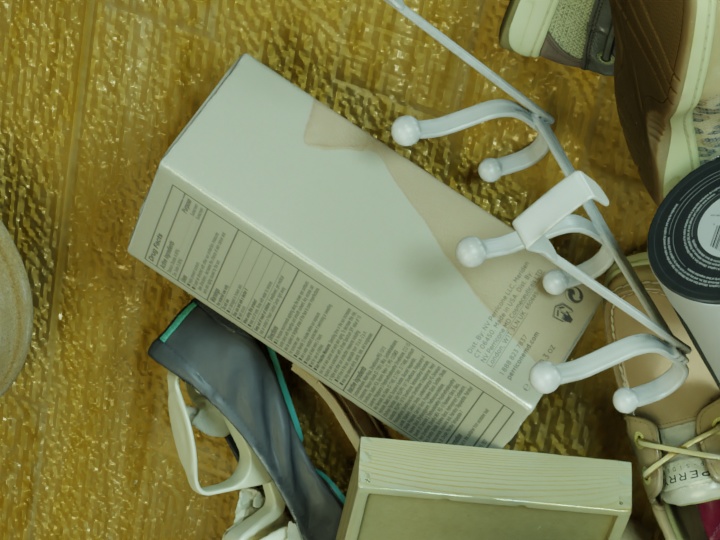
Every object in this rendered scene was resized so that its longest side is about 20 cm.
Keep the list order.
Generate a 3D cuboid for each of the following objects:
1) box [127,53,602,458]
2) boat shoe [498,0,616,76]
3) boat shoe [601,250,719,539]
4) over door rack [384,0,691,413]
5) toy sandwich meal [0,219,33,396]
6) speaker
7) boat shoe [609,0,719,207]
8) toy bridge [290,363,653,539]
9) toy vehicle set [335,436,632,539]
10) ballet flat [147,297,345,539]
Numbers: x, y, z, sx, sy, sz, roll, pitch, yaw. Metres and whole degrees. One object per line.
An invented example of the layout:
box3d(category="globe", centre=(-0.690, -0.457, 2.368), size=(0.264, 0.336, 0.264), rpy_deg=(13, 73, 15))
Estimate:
box3d(category="box", centre=(0.000, 0.000, 1.118), size=(0.200, 0.078, 0.095), rpy_deg=(34, 150, 1))
box3d(category="boat shoe", centre=(0.116, -0.156, 0.993), size=(0.066, 0.072, 0.201), rpy_deg=(21, 138, -4))
box3d(category="boat shoe", centre=(0.162, 0.086, 1.120), size=(0.074, 0.066, 0.200), rpy_deg=(-17, 111, 31))
box3d(category="over door rack", centre=(0.061, -0.032, 0.995), size=(0.067, 0.200, 0.148), rpy_deg=(-31, 61, 5))
box3d(category="toy sandwich meal", centre=(-0.253, -0.010, 1.252), size=(0.205, 0.070, 0.205), rpy_deg=(9, 124, 14))
box3d(category="speaker", centre=(0.192, 0.041, 1.028), size=(0.081, 0.081, 0.200), rpy_deg=(-7, 140, 27))
box3d(category="boat shoe", centre=(0.139, -0.091, 0.977), size=(0.063, 0.200, 0.073), rpy_deg=(-18, 71, -2))
box3d(category="toy bridge", centre=(0.050, 0.101, 1.204), size=(0.200, 0.027, 0.067), rpy_deg=(37, 129, 0))
box3d(category="toy vehicle set", centre=(0.049, 0.146, 1.164), size=(0.124, 0.027, 0.200), rpy_deg=(6, 145, -4))
box3d(category="ballet flat", centre=(-0.049, 0.105, 1.221), size=(0.073, 0.073, 0.200), rpy_deg=(-15, 110, 30))
